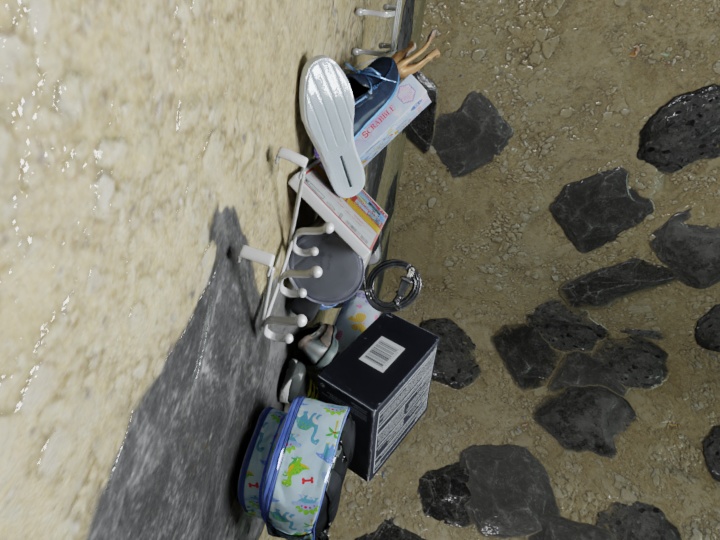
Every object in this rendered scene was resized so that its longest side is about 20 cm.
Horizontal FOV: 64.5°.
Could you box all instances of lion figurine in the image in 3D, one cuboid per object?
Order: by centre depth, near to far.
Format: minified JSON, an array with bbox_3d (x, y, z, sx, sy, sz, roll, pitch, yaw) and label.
[{"bbox_3d":[0.050,-0.342,1.015,0.122,0.073,0.200,-38,177,-31],"label":"lion figurine"}]

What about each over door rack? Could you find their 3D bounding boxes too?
[{"bbox_3d":[-0.079,-0.017,0.673,0.200,0.066,0.148,92,10,-59],"label":"over door rack"},{"bbox_3d":[0.010,-0.415,0.941,0.200,0.066,0.148,-53,157,-46],"label":"over door rack"}]

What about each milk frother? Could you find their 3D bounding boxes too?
[{"bbox_3d":[0.000,0.000,0.900,0.188,0.199,0.181,-65,165,-67],"label":"milk frother"}]

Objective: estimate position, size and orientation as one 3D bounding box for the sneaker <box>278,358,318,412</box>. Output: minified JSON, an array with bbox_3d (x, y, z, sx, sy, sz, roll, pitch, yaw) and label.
[{"bbox_3d":[-0.091,0.217,1.004,0.200,0.084,0.075,93,9,-57],"label":"sneaker"}]

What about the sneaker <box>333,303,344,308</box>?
[{"bbox_3d":[-0.032,-0.025,1.249,0.114,0.072,0.201,-68,179,-79],"label":"sneaker"}]

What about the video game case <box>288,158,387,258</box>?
[{"bbox_3d":[-0.025,-0.102,0.839,0.017,0.143,0.200,-42,-172,21],"label":"video game case"}]

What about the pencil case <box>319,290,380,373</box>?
[{"bbox_3d":[-0.020,0.128,1.127,0.091,0.083,0.200,-56,-174,42],"label":"pencil case"}]

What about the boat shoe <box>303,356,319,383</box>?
[{"bbox_3d":[-0.076,0.210,1.204,0.201,0.072,0.061,81,25,-68],"label":"boat shoe"}]

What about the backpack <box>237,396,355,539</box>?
[{"bbox_3d":[-0.090,0.278,0.811,0.200,0.147,0.183,100,5,-52],"label":"backpack"}]

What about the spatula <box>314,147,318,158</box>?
[{"bbox_3d":[-0.043,-0.228,0.930,0.200,0.020,0.057,-69,164,-66],"label":"spatula"}]

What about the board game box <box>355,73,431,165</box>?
[{"bbox_3d":[0.035,-0.249,1.006,0.199,0.041,0.200,-42,-177,14],"label":"board game box"}]

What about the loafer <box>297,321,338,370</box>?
[{"bbox_3d":[-0.082,0.119,1.012,0.072,0.063,0.200,-53,-170,-2],"label":"loafer"}]

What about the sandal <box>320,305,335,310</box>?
[{"bbox_3d":[-0.060,0.030,1.097,0.087,0.080,0.200,-42,180,-3],"label":"sandal"}]

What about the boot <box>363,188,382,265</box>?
[{"bbox_3d":[-0.016,-0.092,1.109,0.132,0.070,0.201,-56,128,-72],"label":"boot"}]

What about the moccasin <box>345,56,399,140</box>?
[{"bbox_3d":[0.000,-0.264,0.850,0.200,0.080,0.068,-62,139,-30],"label":"moccasin"}]

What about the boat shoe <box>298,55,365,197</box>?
[{"bbox_3d":[-0.044,-0.189,0.762,0.062,0.072,0.200,49,-21,46],"label":"boat shoe"}]

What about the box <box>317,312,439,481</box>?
[{"bbox_3d":[0.028,0.216,0.996,0.200,0.123,0.199,-39,144,-40],"label":"box"}]
